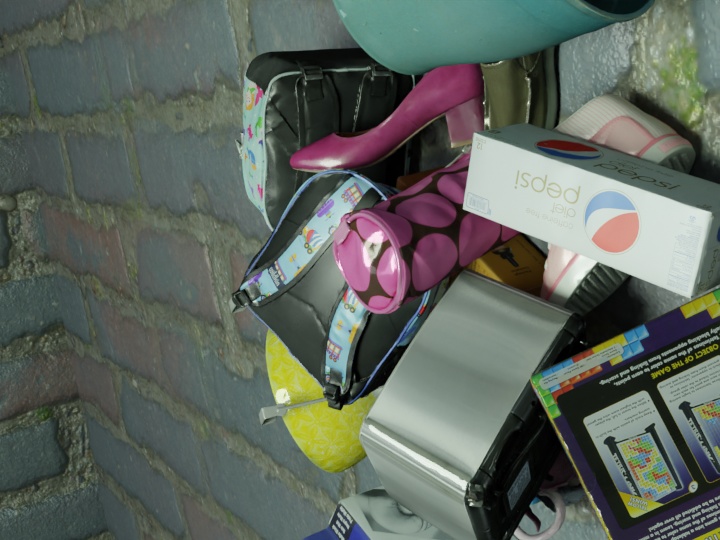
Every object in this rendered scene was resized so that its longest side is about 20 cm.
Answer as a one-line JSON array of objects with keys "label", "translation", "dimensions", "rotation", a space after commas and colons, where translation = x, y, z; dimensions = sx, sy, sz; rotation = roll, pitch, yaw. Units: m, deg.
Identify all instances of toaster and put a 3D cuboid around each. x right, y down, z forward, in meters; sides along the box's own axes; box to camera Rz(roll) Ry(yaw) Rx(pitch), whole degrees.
[{"label": "toaster", "translation": [0.101, 0.118, 0.913], "dimensions": [0.119, 0.181, 0.200], "rotation": [25, 159, 24]}]

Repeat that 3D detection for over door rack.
[{"label": "over door rack", "translation": [-0.033, 0.070, 1.206], "dimensions": [0.067, 0.200, 0.148], "rotation": [82, 172, -72]}]

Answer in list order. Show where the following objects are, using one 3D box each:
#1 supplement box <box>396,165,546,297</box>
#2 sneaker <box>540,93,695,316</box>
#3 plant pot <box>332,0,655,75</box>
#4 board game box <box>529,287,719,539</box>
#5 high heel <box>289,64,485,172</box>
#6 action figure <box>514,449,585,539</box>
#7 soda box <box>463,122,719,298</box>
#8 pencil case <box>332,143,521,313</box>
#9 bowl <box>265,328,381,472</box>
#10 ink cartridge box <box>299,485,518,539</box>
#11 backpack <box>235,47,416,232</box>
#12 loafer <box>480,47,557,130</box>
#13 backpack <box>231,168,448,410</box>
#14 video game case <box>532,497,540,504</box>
[{"label": "supplement box", "translation": [0.109, -0.019, 1.073], "dimensions": [0.200, 0.067, 0.069], "rotation": [49, 143, 41]}, {"label": "sneaker", "translation": [0.182, -0.053, 0.905], "dimensions": [0.105, 0.075, 0.200], "rotation": [50, 136, 30]}, {"label": "plant pot", "translation": [0.083, -0.237, 0.809], "dimensions": [0.188, 0.200, 0.200], "rotation": [-20, 85, 45]}, {"label": "board game box", "translation": [0.240, 0.106, 0.753], "dimensions": [0.057, 0.200, 0.165], "rotation": [52, -166, -74]}, {"label": "high heel", "translation": [0.022, -0.153, 1.059], "dimensions": [0.067, 0.200, 0.096], "rotation": [-81, -22, -75]}, {"label": "action figure", "translation": [0.113, 0.162, 1.062], "dimensions": [0.200, 0.149, 0.134], "rotation": [40, 126, 7]}, {"label": "soda box", "translation": [0.173, -0.049, 0.809], "dimensions": [0.200, 0.068, 0.064], "rotation": [26, 120, 37]}, {"label": "pencil case", "translation": [0.066, -0.044, 0.917], "dimensions": [0.094, 0.200, 0.091], "rotation": [55, 142, 6]}, {"label": "bowl", "translation": [-0.013, 0.126, 1.306], "dimensions": [0.108, 0.200, 0.200], "rotation": [-23, 81, 20]}, {"label": "ink cartridge box", "translation": [0.061, 0.302, 1.183], "dimensions": [0.200, 0.200, 0.041], "rotation": [41, 138, 46]}, {"label": "backpack", "translation": [-0.039, -0.130, 1.171], "dimensions": [0.151, 0.177, 0.200], "rotation": [-136, 42, -59]}, {"label": "loafer", "translation": [0.124, -0.178, 0.957], "dimensions": [0.075, 0.070, 0.200], "rotation": [38, 135, 50]}, {"label": "backpack", "translation": [0.000, 0.000, 1.065], "dimensions": [0.183, 0.135, 0.200], "rotation": [45, 124, 18]}, {"label": "video game case", "translation": [0.123, 0.142, 1.182], "dimensions": [0.143, 0.018, 0.200], "rotation": [-9, 96, 63]}]
